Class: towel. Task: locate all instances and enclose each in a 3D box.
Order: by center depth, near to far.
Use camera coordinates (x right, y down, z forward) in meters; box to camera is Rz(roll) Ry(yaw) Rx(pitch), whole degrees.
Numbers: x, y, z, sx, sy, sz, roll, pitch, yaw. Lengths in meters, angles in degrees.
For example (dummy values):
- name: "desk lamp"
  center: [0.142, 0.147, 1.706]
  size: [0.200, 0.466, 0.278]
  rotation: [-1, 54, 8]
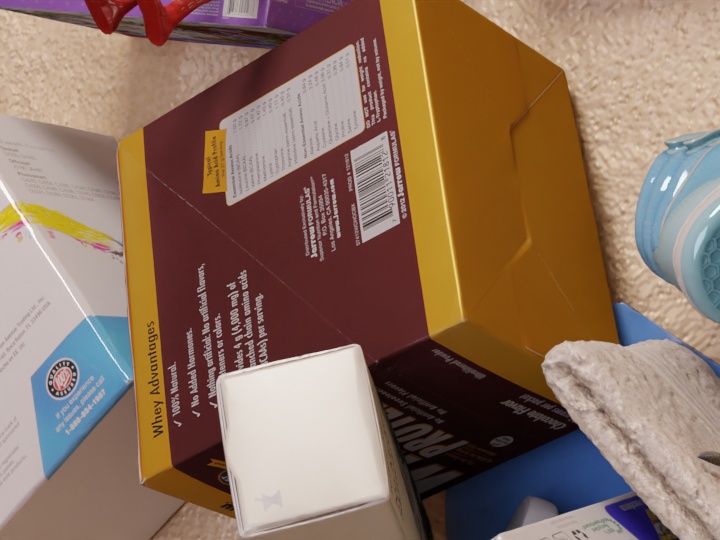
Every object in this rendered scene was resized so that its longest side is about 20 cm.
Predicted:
- name: "towel"
  center: [0.170, 0.105, 0.995]
  size: [0.034, 0.132, 0.200]
  rotation: [-47, 68, 19]

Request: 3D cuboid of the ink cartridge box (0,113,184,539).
- name: "ink cartridge box"
  center: [-0.174, 0.035, 1.250]
  size: [0.147, 0.146, 0.200]
  rotation: [-47, 64, 22]

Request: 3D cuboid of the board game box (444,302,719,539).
- name: "board game box"
  center: [0.141, 0.114, 1.106]
  size: [0.200, 0.039, 0.158]
  rotation: [34, 100, 25]

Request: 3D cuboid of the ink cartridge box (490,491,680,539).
- name: "ink cartridge box"
  center: [0.159, 0.176, 0.958]
  size: [0.200, 0.198, 0.043]
  rotation: [40, 109, 21]

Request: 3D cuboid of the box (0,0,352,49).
- name: "box"
  center: [-0.089, -0.146, 1.216]
  size: [0.199, 0.137, 0.039]
  rotation: [8, 92, 33]

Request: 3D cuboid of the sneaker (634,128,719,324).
- name: "sneaker"
  center: [0.209, -0.058, 1.054]
  size: [0.200, 0.131, 0.080]
  rotation: [-34, 106, -8]

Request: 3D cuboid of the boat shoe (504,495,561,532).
- name: "boat shoe"
  center: [0.087, 0.213, 1.075]
  size: [0.091, 0.071, 0.201]
  rotation: [16, 89, -2]

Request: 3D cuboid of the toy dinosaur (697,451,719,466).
- name: "toy dinosaur"
  center: [0.220, 0.039, 1.005]
  size: [0.077, 0.199, 0.103]
  rotation: [-138, 45, -55]

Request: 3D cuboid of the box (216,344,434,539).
- name: "box"
  center: [-0.008, 0.118, 1.035]
  size: [0.068, 0.200, 0.082]
  rotation: [-13, 60, 4]

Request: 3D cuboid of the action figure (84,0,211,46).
- name: "action figure"
  center: [-0.056, -0.203, 1.099]
  size: [0.065, 0.200, 0.099]
  rotation: [18, 136, 39]

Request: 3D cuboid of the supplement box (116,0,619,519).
- name: "supplement box"
  center: [0.000, 0.000, 1.115]
  size: [0.200, 0.133, 0.198]
  rotation: [-28, 55, 31]
